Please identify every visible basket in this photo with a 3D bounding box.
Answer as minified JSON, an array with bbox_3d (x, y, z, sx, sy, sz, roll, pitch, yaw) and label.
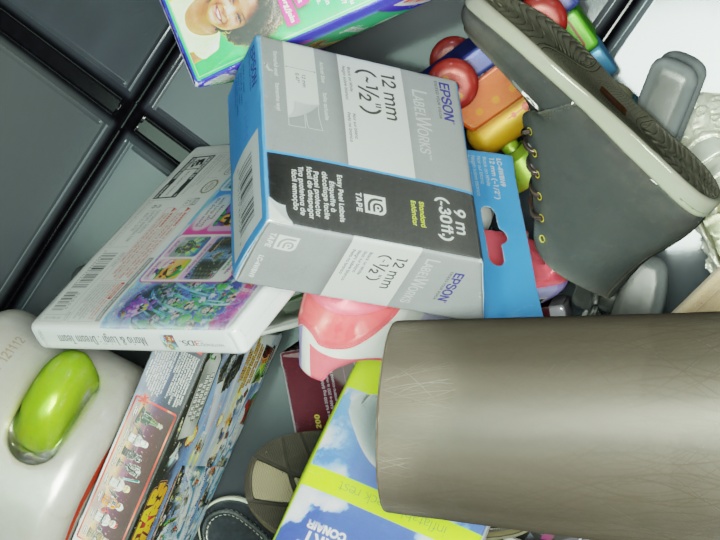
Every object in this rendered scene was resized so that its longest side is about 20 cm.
[{"bbox_3d":[0.114,0.089,0.967,0.198,0.181,0.137,3,67,9],"label":"basket"}]

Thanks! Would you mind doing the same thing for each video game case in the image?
[{"bbox_3d":[-0.091,-0.020,1.074,0.181,0.200,0.024,-1,128,39],"label":"video game case"}]

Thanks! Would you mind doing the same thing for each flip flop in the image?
[{"bbox_3d":[0.023,0.151,1.100,0.198,0.058,0.082,0,62,-3],"label":"flip flop"}]

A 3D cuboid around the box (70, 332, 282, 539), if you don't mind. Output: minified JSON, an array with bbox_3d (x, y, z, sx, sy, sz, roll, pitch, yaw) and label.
[{"bbox_3d":[-0.128,0.125,1.135,0.040,0.137,0.202,24,93,15],"label":"box"}]

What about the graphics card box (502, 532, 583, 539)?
[{"bbox_3d":[0.087,0.209,1.156,0.198,0.051,0.127,-15,94,11],"label":"graphics card box"}]

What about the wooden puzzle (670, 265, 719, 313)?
[{"bbox_3d":[0.238,0.096,1.070,0.185,0.046,0.200,35,120,-18],"label":"wooden puzzle"}]

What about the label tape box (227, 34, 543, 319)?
[{"bbox_3d":[0.023,-0.051,1.002,0.198,0.144,0.066,9,141,-19],"label":"label tape box"}]

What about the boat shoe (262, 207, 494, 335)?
[{"bbox_3d":[0.000,0.000,1.101,0.198,0.067,0.074,-20,134,-1],"label":"boat shoe"}]

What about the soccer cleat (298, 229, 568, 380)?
[{"bbox_3d":[0.046,0.020,1.061,0.067,0.199,0.077,47,133,39],"label":"soccer cleat"}]

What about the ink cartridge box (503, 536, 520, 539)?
[{"bbox_3d":[0.114,0.307,1.073,0.144,0.148,0.201,23,115,-6],"label":"ink cartridge box"}]

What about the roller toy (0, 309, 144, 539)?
[{"bbox_3d":[-0.236,0.129,1.145,0.139,0.182,0.202,24,97,8],"label":"roller toy"}]

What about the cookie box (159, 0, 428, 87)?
[{"bbox_3d":[-0.011,-0.192,1.076,0.199,0.171,0.076,-23,94,13],"label":"cookie box"}]

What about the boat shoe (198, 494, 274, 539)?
[{"bbox_3d":[-0.058,0.242,1.164,0.074,0.062,0.201,-40,67,18],"label":"boat shoe"}]

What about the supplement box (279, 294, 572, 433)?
[{"bbox_3d":[0.054,0.088,1.146,0.198,0.061,0.110,-9,95,11],"label":"supplement box"}]

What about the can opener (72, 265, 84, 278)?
[{"bbox_3d":[-0.103,-0.005,1.164,0.198,0.053,0.067,-13,94,12],"label":"can opener"}]

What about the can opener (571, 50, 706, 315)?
[{"bbox_3d":[0.186,-0.042,1.091,0.066,0.053,0.202,20,112,16],"label":"can opener"}]

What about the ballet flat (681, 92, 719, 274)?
[{"bbox_3d":[0.253,-0.028,1.093,0.071,0.072,0.202,-23,90,12],"label":"ballet flat"}]

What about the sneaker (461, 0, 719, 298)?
[{"bbox_3d":[0.116,-0.076,1.036,0.200,0.075,0.106,44,116,2],"label":"sneaker"}]

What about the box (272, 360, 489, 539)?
[{"bbox_3d":[0.026,0.138,1.047,0.121,0.048,0.201,21,62,9],"label":"box"}]

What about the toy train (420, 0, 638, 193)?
[{"bbox_3d":[0.083,-0.098,1.119,0.199,0.085,0.116,-35,103,15],"label":"toy train"}]
